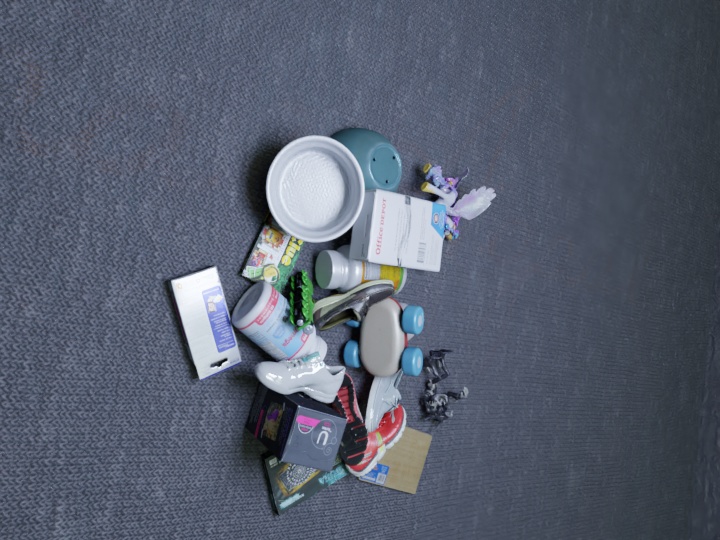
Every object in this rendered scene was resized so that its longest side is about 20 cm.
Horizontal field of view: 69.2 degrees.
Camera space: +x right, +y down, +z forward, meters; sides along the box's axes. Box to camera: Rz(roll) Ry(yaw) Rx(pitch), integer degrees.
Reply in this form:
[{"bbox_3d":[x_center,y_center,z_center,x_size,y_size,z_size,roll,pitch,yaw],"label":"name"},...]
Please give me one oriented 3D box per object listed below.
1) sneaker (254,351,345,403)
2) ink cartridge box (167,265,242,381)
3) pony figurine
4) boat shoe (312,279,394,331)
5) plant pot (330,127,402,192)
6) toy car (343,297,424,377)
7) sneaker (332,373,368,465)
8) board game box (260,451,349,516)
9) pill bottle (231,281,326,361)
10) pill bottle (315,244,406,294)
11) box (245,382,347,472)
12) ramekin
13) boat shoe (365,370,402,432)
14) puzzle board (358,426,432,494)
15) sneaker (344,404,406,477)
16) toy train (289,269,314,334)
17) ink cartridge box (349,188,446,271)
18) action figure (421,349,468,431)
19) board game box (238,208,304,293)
[{"bbox_3d":[-0.116,0.197,1.039,0.197,0.075,0.090,22,105,-37],"label":"sneaker"},{"bbox_3d":[-0.304,0.102,1.028,0.093,0.037,0.206,-19,100,-33],"label":"ink cartridge box"},{"bbox_3d":[0.218,-0.179,1.327,0.198,0.168,0.194,31,107,-34],"label":"pony figurine"},{"bbox_3d":[-0.012,0.080,1.126,0.195,0.066,0.074,-21,148,-5],"label":"boat shoe"},{"bbox_3d":[0.018,-0.226,1.179,0.195,0.133,0.207,-2,93,-33],"label":"plant pot"},{"bbox_3d":[0.082,0.148,1.244,0.199,0.179,0.183,-5,96,-63],"label":"toy car"},{"bbox_3d":[-0.024,0.330,1.181,0.071,0.087,0.207,-11,82,-1],"label":"sneaker"},{"bbox_3d":[-0.118,0.436,1.172,0.196,0.028,0.140,-19,102,-33],"label":"board game box"},{"bbox_3d":[-0.162,0.125,1.082,0.200,0.108,0.110,45,69,-27],"label":"pill bottle"},{"bbox_3d":[0.000,0.000,1.188,0.195,0.110,0.115,1,91,-34],"label":"pill bottle"},{"bbox_3d":[-0.133,0.307,1.053,0.120,0.198,0.109,24,82,-32],"label":"box"},{"bbox_3d":[-0.092,-0.164,1.065,0.193,0.098,0.208,-1,97,-7],"label":"ramekin"},{"bbox_3d":[0.062,0.287,1.223,0.071,0.069,0.204,86,20,-48],"label":"boat shoe"},{"bbox_3d":[0.089,0.470,1.324,0.197,0.017,0.155,27,78,-32],"label":"puzzle board"},{"bbox_3d":[0.034,0.384,1.226,0.200,0.076,0.086,-47,111,-27],"label":"sneaker"},{"bbox_3d":[-0.118,0.064,1.074,0.041,0.201,0.057,-29,117,8],"label":"toy train"},{"bbox_3d":[0.082,-0.083,1.127,0.195,0.083,0.150,8,89,-33],"label":"ink cartridge box"},{"bbox_3d":[0.211,0.316,1.352,0.117,0.100,0.207,-11,97,-44],"label":"action figure"},{"bbox_3d":[-0.174,-0.059,1.120,0.104,0.023,0.205,31,75,-33],"label":"board game box"}]
